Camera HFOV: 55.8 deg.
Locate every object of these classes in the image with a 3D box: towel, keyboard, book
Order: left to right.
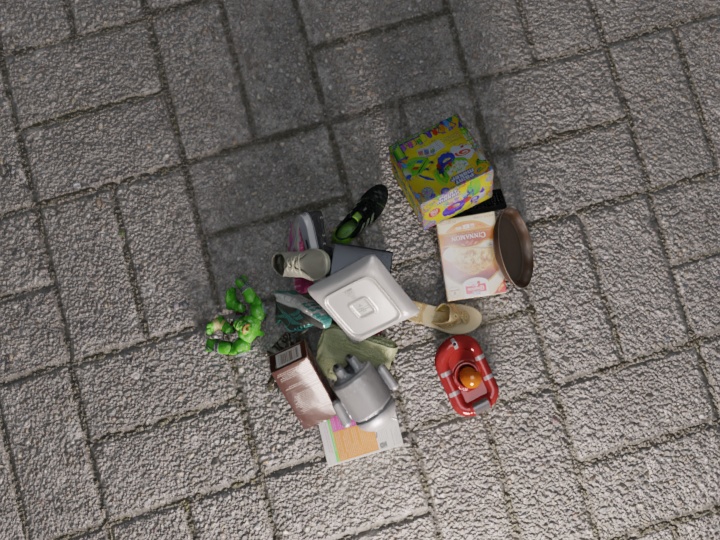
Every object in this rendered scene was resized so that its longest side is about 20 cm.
[{"bbox_3d":[-0.015,0.218,1.694,0.195,0.037,0.152,16,111,-2],"label":"towel"},{"bbox_3d":[-0.003,0.394,1.702,0.195,0.048,0.137,-14,82,-4],"label":"book"},{"bbox_3d":[0.267,-0.185,1.735,0.194,0.040,0.105,-9,43,0],"label":"keyboard"}]

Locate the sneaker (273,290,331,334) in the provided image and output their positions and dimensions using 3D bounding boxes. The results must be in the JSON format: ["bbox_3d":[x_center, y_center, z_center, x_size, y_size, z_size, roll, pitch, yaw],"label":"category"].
[{"bbox_3d":[-0.143,0.117,1.675,0.076,0.198,0.094,-1,106,-43],"label":"sneaker"}]

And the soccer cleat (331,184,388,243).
[{"bbox_3d":[0.003,-0.140,1.730,0.067,0.081,0.201,41,83,2],"label":"soccer cleat"}]

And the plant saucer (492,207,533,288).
[{"bbox_3d":[0.379,-0.055,1.703,0.032,0.198,0.206,-11,84,35],"label":"plant saucer"}]

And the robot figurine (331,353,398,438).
[{"bbox_3d":[0.010,0.301,1.635,0.168,0.113,0.202,-35,97,-6],"label":"robot figurine"}]

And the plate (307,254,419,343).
[{"bbox_3d":[0.005,0.077,1.561,0.197,0.033,0.201,-26,120,26],"label":"plate"}]

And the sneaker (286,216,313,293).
[{"bbox_3d":[-0.144,-0.045,1.723,0.080,0.088,0.206,-1,105,-30],"label":"sneaker"}]

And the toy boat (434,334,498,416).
[{"bbox_3d":[0.265,0.259,1.678,0.128,0.131,0.204,-25,86,-4],"label":"toy boat"}]

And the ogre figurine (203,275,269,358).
[{"bbox_3d":[-0.301,0.126,1.695,0.118,0.099,0.202,25,69,18],"label":"ogre figurine"}]

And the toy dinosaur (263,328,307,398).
[{"bbox_3d":[-0.173,0.212,1.682,0.102,0.077,0.200,45,110,1],"label":"toy dinosaur"}]

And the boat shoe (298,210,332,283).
[{"bbox_3d":[-0.098,-0.050,1.661,0.065,0.070,0.205,-20,107,-23],"label":"boat shoe"}]

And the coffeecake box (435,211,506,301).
[{"bbox_3d":[0.279,-0.033,1.725,0.149,0.073,0.206,-9,85,5],"label":"coffeecake box"}]

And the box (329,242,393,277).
[{"bbox_3d":[0.000,0.000,1.657,0.144,0.200,0.107,9,88,-1],"label":"box"}]

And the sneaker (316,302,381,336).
[{"bbox_3d":[-0.027,0.128,1.709,0.194,0.078,0.119,-4,92,8],"label":"sneaker"}]

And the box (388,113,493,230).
[{"bbox_3d":[0.200,-0.246,1.694,0.196,0.123,0.195,-24,62,-3],"label":"box"}]

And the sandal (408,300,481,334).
[{"bbox_3d":[0.210,0.117,1.718,0.206,0.070,0.080,9,87,-1],"label":"sandal"}]

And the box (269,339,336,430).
[{"bbox_3d":[-0.133,0.276,1.633,0.098,0.075,0.203,-23,120,2],"label":"box"}]

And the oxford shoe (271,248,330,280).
[{"bbox_3d":[-0.144,-0.014,1.616,0.057,0.197,0.077,-5,95,-43],"label":"oxford shoe"}]
